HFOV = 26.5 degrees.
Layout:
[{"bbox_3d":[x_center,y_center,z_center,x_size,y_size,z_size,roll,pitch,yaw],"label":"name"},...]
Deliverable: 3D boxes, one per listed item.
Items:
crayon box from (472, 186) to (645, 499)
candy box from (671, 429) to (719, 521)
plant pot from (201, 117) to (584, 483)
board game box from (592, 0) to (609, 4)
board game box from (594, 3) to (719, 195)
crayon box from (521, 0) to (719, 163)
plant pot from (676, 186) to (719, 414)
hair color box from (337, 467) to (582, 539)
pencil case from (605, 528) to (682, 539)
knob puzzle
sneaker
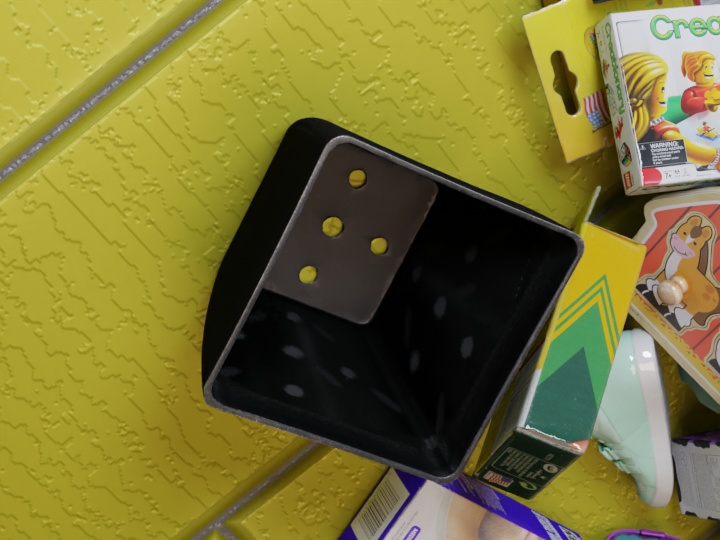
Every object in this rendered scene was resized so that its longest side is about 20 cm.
[{"bbox_3d":[0.148,0.054,1.109,0.051,0.127,0.200,22,66,-1],"label":"crayon box"},{"bbox_3d":[0.372,0.158,1.237,0.168,0.200,0.072,-9,87,-13],"label":"candy box"},{"bbox_3d":[0.000,0.000,1.075,0.200,0.177,0.200,21,105,-24],"label":"plant pot"},{"bbox_3d":[0.241,-0.303,1.060,0.199,0.043,0.200,-13,96,-12],"label":"board game box"},{"bbox_3d":[0.276,-0.128,1.094,0.200,0.035,0.126,-7,82,-14],"label":"board game box"},{"bbox_3d":[0.217,-0.179,1.135,0.200,0.051,0.127,-24,117,-6],"label":"crayon box"},{"bbox_3d":[0.329,0.004,1.178,0.200,0.200,0.196,-7,122,-14],"label":"plant pot"},{"bbox_3d":[0.092,0.239,1.270,0.200,0.065,0.109,29,101,-27],"label":"hair color box"},{"bbox_3d":[0.261,0.325,1.344,0.092,0.085,0.200,-43,131,-48],"label":"pencil case"},{"bbox_3d":[0.270,0.025,1.085,0.030,0.220,0.220,-35,122,-33],"label":"knob puzzle"},{"bbox_3d":[0.194,0.125,1.258,0.118,0.074,0.200,-8,132,13],"label":"sneaker"}]
